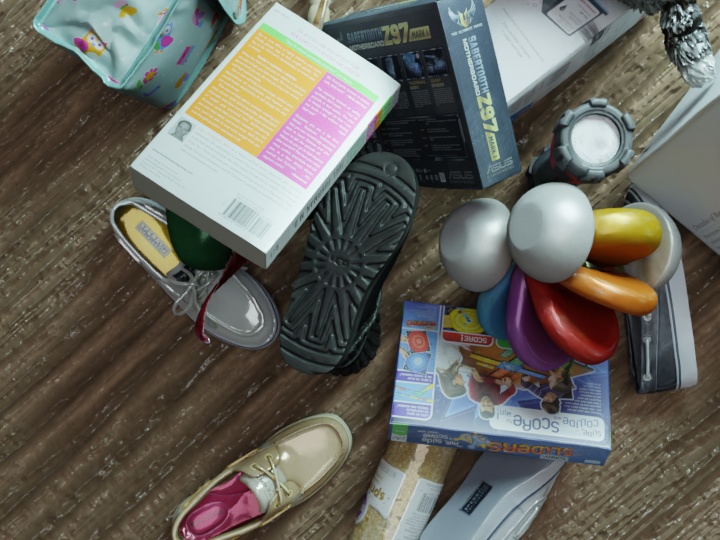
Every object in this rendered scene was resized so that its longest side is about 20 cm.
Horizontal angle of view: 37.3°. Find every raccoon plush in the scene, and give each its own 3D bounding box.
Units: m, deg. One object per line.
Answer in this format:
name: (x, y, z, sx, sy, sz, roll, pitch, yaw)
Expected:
raccoon plush: (0.198, -0.230, 0.861, 0.133, 0.097, 0.202, -18, 87, 9)

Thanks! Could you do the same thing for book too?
book: (-0.073, -0.113, 0.875, 0.133, 0.048, 0.200, 32, 63, 11)

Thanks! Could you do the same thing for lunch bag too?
lunch bag: (-0.177, -0.259, 0.975, 0.122, 0.170, 0.201, 37, 94, 3)

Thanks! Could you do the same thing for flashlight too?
flashlight: (0.190, -0.102, 0.948, 0.067, 0.200, 0.069, -1, 88, 2)

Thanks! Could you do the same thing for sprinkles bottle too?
sprinkles bottle: (0.031, 0.236, 1.018, 0.068, 0.068, 0.201, 23, 90, 2)

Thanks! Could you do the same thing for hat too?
hat: (-0.133, -0.004, 0.941, 0.164, 0.200, 0.177, 5, 73, 25)

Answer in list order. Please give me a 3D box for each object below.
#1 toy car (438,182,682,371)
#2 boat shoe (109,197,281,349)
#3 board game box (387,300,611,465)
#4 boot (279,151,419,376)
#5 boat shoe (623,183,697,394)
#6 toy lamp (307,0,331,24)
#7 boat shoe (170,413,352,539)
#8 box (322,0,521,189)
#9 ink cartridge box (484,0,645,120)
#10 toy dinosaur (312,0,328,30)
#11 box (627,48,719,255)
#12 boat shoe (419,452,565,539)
toy car: (0.175, 0.012, 0.939, 0.174, 0.199, 0.151, 8, 80, -36)
boat shoe: (-0.160, 0.001, 1.016, 0.202, 0.086, 0.075, 44, 91, 2)
board game box: (0.131, 0.103, 0.996, 0.198, 0.035, 0.136, 7, 54, 3)
boot: (-0.002, -0.001, 0.976, 0.079, 0.158, 0.212, 27, 93, 13)
boat shoe: (0.267, 0.018, 1.014, 0.067, 0.072, 0.202, -11, 96, 0)
toy lamp: (-0.043, -0.232, 1.030, 0.058, 0.058, 0.202, 5, 88, 2)
boat shoe: (-0.095, 0.209, 1.021, 0.199, 0.069, 0.074, -35, 89, 1)
box: (0.046, -0.155, 0.941, 0.051, 0.199, 0.159, -26, 107, -28)
ink cartridge box: (0.179, -0.225, 0.976, 0.200, 0.146, 0.086, -39, 86, 1)
toy dinosaur: (-0.073, -0.154, 0.978, 0.200, 0.060, 0.107, -41, 77, 34)
box: (0.381, -0.128, 0.920, 0.171, 0.200, 0.199, 40, 70, 2)
boat shoe: (0.137, 0.219, 1.020, 0.200, 0.073, 0.066, -42, 127, -10)
